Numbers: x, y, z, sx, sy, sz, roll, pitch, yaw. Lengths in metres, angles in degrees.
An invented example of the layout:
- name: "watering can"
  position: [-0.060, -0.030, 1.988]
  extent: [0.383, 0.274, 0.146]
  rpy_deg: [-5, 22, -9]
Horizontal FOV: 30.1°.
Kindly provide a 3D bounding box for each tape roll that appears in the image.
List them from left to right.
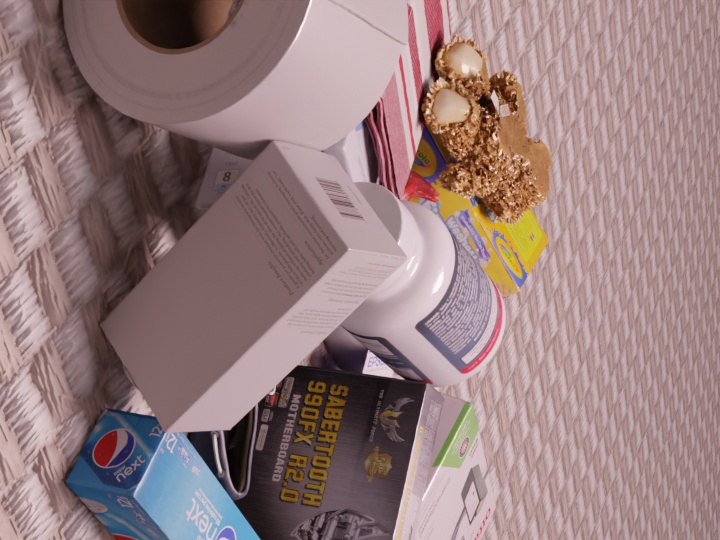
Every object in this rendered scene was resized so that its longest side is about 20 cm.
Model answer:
- name: "tape roll"
  position: [-0.086, -0.186, 0.928]
  extent: [0.139, 0.202, 0.203]
  rpy_deg: [15, 82, -62]

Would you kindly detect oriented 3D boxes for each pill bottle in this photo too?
- name: "pill bottle"
  position: [0.034, 0.010, 1.108]
  extent: [0.200, 0.119, 0.120]
  rpy_deg: [45, 55, -55]

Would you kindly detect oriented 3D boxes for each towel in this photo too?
- name: "towel"
  position: [0.042, -0.179, 1.146]
  extent: [0.144, 0.023, 0.200]
  rpy_deg: [78, 25, -55]

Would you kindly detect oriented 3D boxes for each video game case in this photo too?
- name: "video game case"
  position: [0.017, -0.148, 1.156]
  extent: [0.182, 0.022, 0.200]
  rpy_deg: [72, 32, -66]

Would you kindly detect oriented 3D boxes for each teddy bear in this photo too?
- name: "teddy bear"
  position: [0.109, -0.127, 1.237]
  extent: [0.200, 0.067, 0.145]
  rpy_deg: [24, 63, -56]

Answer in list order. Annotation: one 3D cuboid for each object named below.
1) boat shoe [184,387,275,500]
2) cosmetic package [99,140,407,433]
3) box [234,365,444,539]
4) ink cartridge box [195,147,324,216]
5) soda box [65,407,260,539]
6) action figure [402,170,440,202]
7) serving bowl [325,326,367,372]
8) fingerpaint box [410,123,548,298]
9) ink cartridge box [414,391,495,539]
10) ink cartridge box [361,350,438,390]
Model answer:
- name: "boat shoe"
  position: [-0.106, 0.086, 1.090]
  extent: [0.075, 0.062, 0.200]
  rpy_deg: [30, 66, -55]
- name: "cosmetic package"
  position: [-0.080, 0.015, 0.957]
  extent: [0.085, 0.200, 0.108]
  rpy_deg: [7, 44, -58]
- name: "box"
  position: [-0.025, 0.189, 1.164]
  extent: [0.048, 0.158, 0.200]
  rpy_deg: [41, 59, -58]
- name: "ink cartridge box"
  position: [-0.063, -0.087, 1.098]
  extent: [0.160, 0.047, 0.200]
  rpy_deg: [59, 35, -51]
- name: "soda box"
  position: [-0.144, 0.191, 1.030]
  extent: [0.068, 0.064, 0.200]
  rpy_deg: [-66, 148, -32]
- name: "action figure"
  position: [0.000, 0.000, 1.234]
  extent: [0.200, 0.052, 0.065]
  rpy_deg: [-48, -179, -3]
- name: "serving bowl"
  position: [0.032, 0.009, 1.350]
  extent: [0.200, 0.066, 0.200]
  rpy_deg: [-21, 114, -62]
- name: "fingerpaint box"
  position: [0.099, -0.076, 1.349]
  extent: [0.200, 0.073, 0.167]
  rpy_deg: [59, 25, -8]
- name: "ink cartridge box"
  position: [0.060, 0.230, 1.322]
  extent: [0.146, 0.084, 0.200]
  rpy_deg: [-59, 150, -30]
- name: "ink cartridge box"
  position: [0.016, 0.165, 1.343]
  extent: [0.198, 0.043, 0.200]
  rpy_deg: [1, 103, -63]
